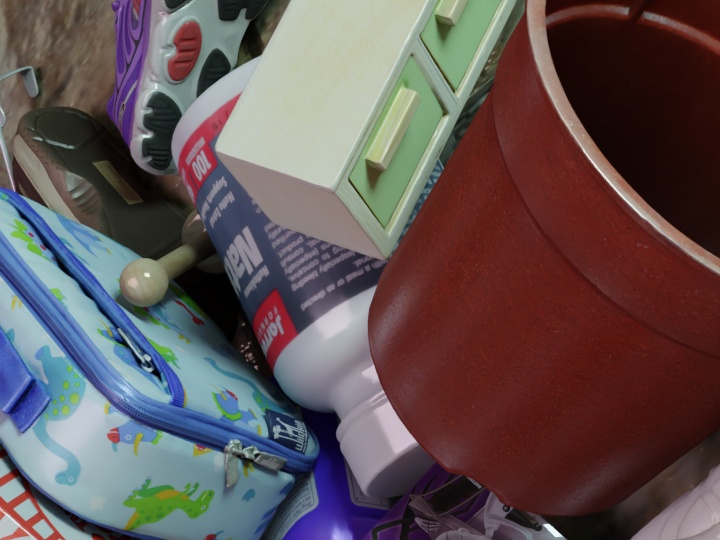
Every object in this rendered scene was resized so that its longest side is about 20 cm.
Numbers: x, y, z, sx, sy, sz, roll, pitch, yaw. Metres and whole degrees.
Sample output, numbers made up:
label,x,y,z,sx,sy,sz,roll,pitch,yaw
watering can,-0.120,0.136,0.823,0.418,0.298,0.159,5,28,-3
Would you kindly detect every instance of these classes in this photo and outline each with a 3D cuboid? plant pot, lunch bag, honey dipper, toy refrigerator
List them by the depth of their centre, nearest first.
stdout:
label,x,y,z,sx,sy,sz,roll,pitch,yaw
plant pot,0.109,-0.009,0.905,0.201,0.201,0.195,60,138,22
toy refrigerator,0.020,-0.113,0.977,0.070,0.076,0.200,19,73,27
lunch bag,-0.124,0.045,1.043,0.083,0.161,0.200,-54,48,10
honey dipper,-0.086,-0.009,1.091,0.038,0.200,0.038,2,98,11

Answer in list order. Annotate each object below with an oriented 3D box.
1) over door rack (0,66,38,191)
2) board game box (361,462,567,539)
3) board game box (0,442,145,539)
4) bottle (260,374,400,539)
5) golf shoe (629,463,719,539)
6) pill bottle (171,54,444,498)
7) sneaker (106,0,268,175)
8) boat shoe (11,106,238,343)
label,x,y,z,sx,sy,sz,roll,pitch,yaw
over door rack,-0.253,-0.013,1.340,0.148,0.067,0.200,-7,89,44
board game box,0.075,0.184,0.964,0.200,0.032,0.120,41,80,14
board game box,-0.122,0.135,1.016,0.151,0.200,0.046,41,98,1
bottle,-0.013,0.136,1.065,0.200,0.065,0.084,-103,31,-47
golf shoe,0.184,0.090,0.929,0.200,0.075,0.092,-33,42,48
pill bottle,0.000,0.000,1.052,0.120,0.119,0.200,-43,65,39
sneaker,-0.100,-0.150,1.167,0.083,0.081,0.200,42,123,40
boat shoe,-0.133,-0.005,1.225,0.202,0.075,0.075,53,136,37
